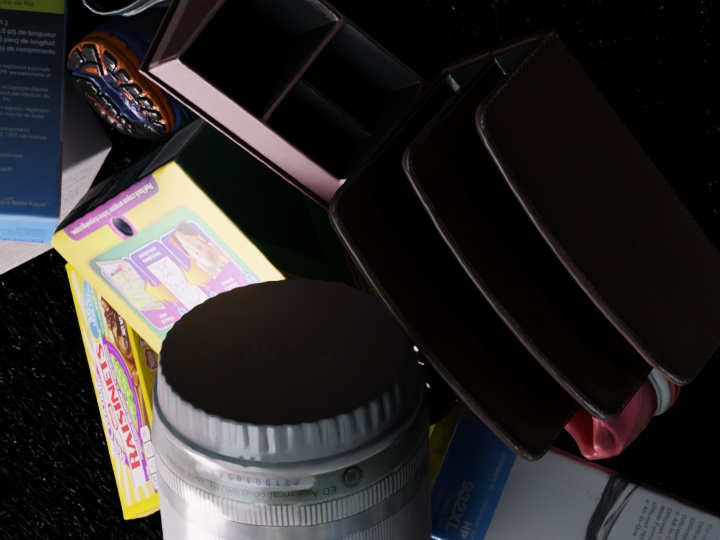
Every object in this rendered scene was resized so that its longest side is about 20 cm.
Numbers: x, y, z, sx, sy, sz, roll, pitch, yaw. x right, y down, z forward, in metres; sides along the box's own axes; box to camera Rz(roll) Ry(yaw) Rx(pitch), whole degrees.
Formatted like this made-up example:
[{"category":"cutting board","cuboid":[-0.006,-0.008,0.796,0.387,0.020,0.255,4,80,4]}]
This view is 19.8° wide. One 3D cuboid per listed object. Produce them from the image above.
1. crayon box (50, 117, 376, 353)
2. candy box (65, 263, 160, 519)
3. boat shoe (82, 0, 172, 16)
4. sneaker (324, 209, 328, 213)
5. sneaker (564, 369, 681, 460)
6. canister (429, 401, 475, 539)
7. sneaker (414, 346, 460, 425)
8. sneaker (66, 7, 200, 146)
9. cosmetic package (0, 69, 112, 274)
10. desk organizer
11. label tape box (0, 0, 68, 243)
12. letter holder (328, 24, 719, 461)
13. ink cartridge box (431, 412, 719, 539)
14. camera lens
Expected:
[{"category":"crayon box","cuboid":[-0.087,0.000,1.315,0.173,0.058,0.200,46,149,-13]},{"category":"candy box","cuboid":[-0.170,0.077,1.519,0.102,0.026,0.201,-32,70,62]},{"category":"boat shoe","cuboid":[-0.093,-0.178,1.223,0.199,0.063,0.073,3,132,47]},{"category":"sneaker","cuboid":[0.000,0.000,1.362,0.088,0.077,0.200,32,160,-17]},{"category":"sneaker","cuboid":[0.104,0.033,1.250,0.200,0.087,0.074,42,151,-2]},{"category":"canister","cuboid":[-0.010,0.155,1.461,0.199,0.149,0.087,-6,135,40]},{"category":"sneaker","cuboid":[0.027,0.064,1.354,0.200,0.071,0.083,128,135,-72]},{"category":"sneaker","cuboid":[-0.099,-0.095,1.335,0.075,0.079,0.200,0,138,45]},{"category":"cosmetic package","cuboid":[-0.303,-0.085,1.466,0.167,0.167,0.200,57,152,7]},{"category":"desk organizer","cuboid":[-0.019,-0.095,1.186,0.200,0.072,0.077,36,153,-28]},{"category":"label tape box","cuboid":[-0.264,-0.124,1.335,0.142,0.201,0.066,3,164,-13]},{"category":"letter holder","cuboid":[0.097,-0.007,1.145,0.200,0.142,0.100,51,150,-17]},{"category":"ink cartridge box","cuboid":[0.155,0.171,1.307,0.199,0.084,0.145,21,174,22]},{"category":"camera lens","cuboid":[-0.038,0.127,1.202,0.159,0.160,0.201,22,130,32]}]
